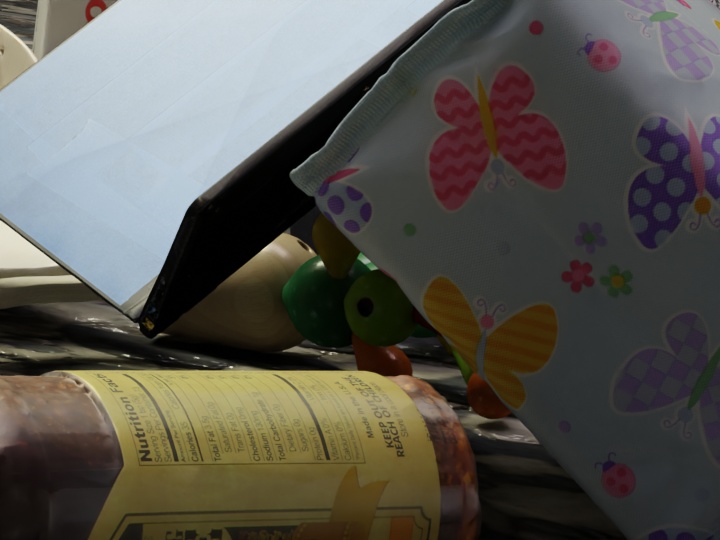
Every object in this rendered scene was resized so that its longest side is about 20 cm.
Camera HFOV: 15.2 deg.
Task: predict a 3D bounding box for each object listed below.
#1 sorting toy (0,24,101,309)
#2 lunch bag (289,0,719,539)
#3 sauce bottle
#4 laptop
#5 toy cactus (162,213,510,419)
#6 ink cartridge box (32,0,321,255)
[{"bbox_3d":[-0.170,-0.028,0.992,0.180,0.107,0.200,22,15,34],"label":"sorting toy"},{"bbox_3d":[0.092,-0.011,0.809,0.170,0.127,0.200,46,21,5],"label":"lunch bag"},{"bbox_3d":[-0.066,0.055,0.611,0.199,0.066,0.066,0,11,-35],"label":"sauce bottle"},{"bbox_3d":[-0.033,-0.083,0.881,0.116,0.187,0.200,48,-20,5],"label":"laptop"},{"bbox_3d":[0.000,0.000,1.007,0.164,0.103,0.200,0,15,13],"label":"toy cactus"},{"bbox_3d":[-0.042,-0.061,1.139,0.199,0.146,0.084,7,8,-7],"label":"ink cartridge box"}]
